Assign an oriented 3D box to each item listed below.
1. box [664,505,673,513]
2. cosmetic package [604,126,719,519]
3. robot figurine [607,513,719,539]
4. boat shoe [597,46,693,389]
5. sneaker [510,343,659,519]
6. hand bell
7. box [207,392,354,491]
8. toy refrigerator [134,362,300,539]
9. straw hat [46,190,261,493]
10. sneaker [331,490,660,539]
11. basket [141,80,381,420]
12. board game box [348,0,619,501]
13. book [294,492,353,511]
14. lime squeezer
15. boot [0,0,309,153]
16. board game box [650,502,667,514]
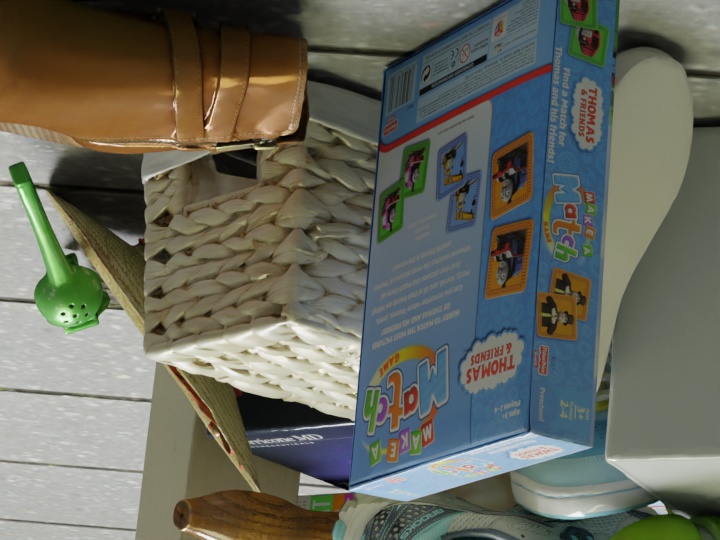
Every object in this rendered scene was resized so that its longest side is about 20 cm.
[{"bbox_3d":[0.191,0.093,1.487,0.075,0.200,0.050,18,123,-31],"label":"box"},{"bbox_3d":[0.238,0.030,1.315,0.200,0.165,0.165,-1,162,24],"label":"cosmetic package"},{"bbox_3d":[0.192,0.181,1.344,0.200,0.116,0.175,10,163,-15],"label":"robot figurine"},{"bbox_3d":[0.093,-0.018,1.258,0.072,0.200,0.069,-8,-146,-32],"label":"boat shoe"},{"bbox_3d":[0.105,0.046,1.421,0.079,0.131,0.200,-10,-166,-5],"label":"sneaker"},{"bbox_3d":[-0.012,0.139,1.449,0.200,0.104,0.104,9,164,-36],"label":"hand bell"},{"bbox_3d":[0.030,0.067,1.598,0.148,0.104,0.200,-8,158,39],"label":"box"},{"bbox_3d":[-0.084,0.118,1.634,0.076,0.200,0.070,15,160,-29],"label":"toy refrigerator"},{"bbox_3d":[-0.077,0.016,1.475,0.085,0.201,0.201,-35,162,-5],"label":"straw hat"},{"bbox_3d":[0.089,0.158,1.413,0.200,0.078,0.086,4,-169,-23],"label":"sneaker"},{"bbox_3d":[0.000,0.000,1.361,0.200,0.123,0.136,19,158,-37],"label":"basket"},{"bbox_3d":[0.052,-0.011,1.182,0.037,0.200,0.151,15,161,-26],"label":"board game box"},{"bbox_3d":[0.075,0.159,1.631,0.200,0.048,0.134,-6,158,30],"label":"book"},{"bbox_3d":[-0.163,0.003,1.484,0.038,0.071,0.200,-35,168,-5],"label":"lime squeezer"},{"bbox_3d":[-0.100,-0.091,1.177,0.155,0.074,0.200,5,178,4],"label":"boot"},{"bbox_3d":[0.237,0.120,1.780,0.196,0.056,0.200,19,158,-35],"label":"board game box"}]
